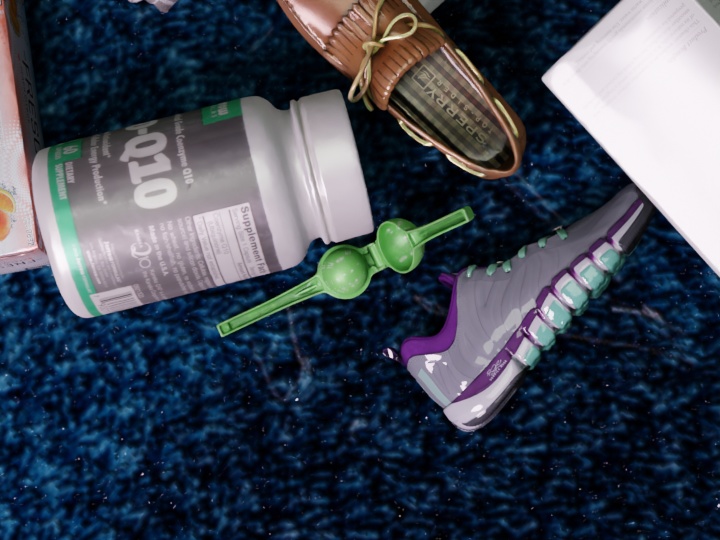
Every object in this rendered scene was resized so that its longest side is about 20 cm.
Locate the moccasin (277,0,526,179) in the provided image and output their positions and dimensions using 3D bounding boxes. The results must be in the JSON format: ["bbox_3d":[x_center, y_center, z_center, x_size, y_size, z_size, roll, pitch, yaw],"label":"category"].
[{"bbox_3d":[0.025,-0.131,0.926,0.074,0.078,0.201,-42,101,8],"label":"moccasin"}]

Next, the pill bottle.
[{"bbox_3d":[-0.098,-0.046,0.923,0.199,0.113,0.114,-14,82,-1],"label":"pill bottle"}]

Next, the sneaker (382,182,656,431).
[{"bbox_3d":[0.105,0.005,0.933,0.087,0.074,0.200,40,85,11],"label":"sneaker"}]

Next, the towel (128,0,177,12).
[{"bbox_3d":[-0.141,-0.298,0.955,0.166,0.086,0.200,-41,78,21],"label":"towel"}]

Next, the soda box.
[{"bbox_3d":[-0.249,-0.100,0.955,0.063,0.068,0.201,-9,81,0],"label":"soda box"}]

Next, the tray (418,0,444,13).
[{"bbox_3d":[0.043,-0.241,0.975,0.200,0.022,0.107,-43,100,-8],"label":"tray"}]

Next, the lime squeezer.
[{"bbox_3d":[0.000,0.000,0.941,0.199,0.071,0.038,-24,107,27],"label":"lime squeezer"}]

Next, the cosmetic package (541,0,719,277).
[{"bbox_3d":[0.226,-0.091,0.911,0.200,0.081,0.113,49,122,0],"label":"cosmetic package"}]
